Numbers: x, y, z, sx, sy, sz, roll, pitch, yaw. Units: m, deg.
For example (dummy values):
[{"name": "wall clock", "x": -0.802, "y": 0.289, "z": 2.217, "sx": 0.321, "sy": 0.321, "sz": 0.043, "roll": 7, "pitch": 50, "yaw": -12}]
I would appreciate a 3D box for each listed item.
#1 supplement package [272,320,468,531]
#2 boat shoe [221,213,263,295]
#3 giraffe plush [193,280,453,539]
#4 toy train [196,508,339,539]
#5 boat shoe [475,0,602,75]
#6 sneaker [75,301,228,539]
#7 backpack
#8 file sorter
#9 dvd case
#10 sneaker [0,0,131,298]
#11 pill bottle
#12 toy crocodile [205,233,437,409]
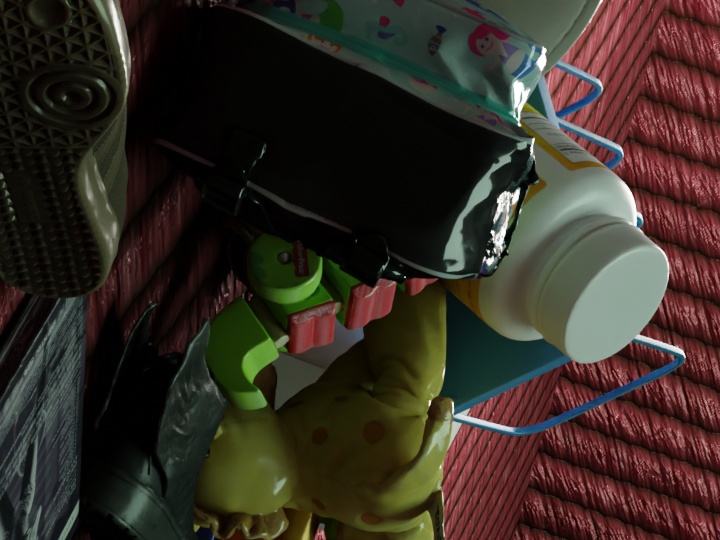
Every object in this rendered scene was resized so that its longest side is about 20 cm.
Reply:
[{"name": "supplement package", "x": 0.007, "y": 0.063, "z": 1.823, "sx": 0.200, "sy": 0.119, "sz": 0.122, "roll": -56, "pitch": 165, "yaw": -57}, {"name": "boat shoe", "x": -0.043, "y": -0.013, "z": 1.581, "sx": 0.068, "sy": 0.072, "sz": 0.200, "roll": -46, "pitch": 160, "yaw": -12}, {"name": "giraffe plush", "x": -0.038, "y": 0.099, "z": 1.572, "sx": 0.200, "sy": 0.161, "sz": 0.173, "roll": -94, "pitch": -172, "yaw": -63}, {"name": "toy train", "x": -0.040, "y": 0.132, "z": 1.702, "sx": 0.085, "sy": 0.115, "sz": 0.201, "roll": -19, "pitch": 127, "yaw": -79}, {"name": "boat shoe", "x": 0.061, "y": -0.114, "z": 1.511, "sx": 0.202, "sy": 0.072, "sz": 0.060, "roll": -40, "pitch": 172, "yaw": 31}, {"name": "sneaker", "x": -0.099, "y": 0.091, "z": 1.452, "sx": 0.105, "sy": 0.060, "sz": 0.200, "roll": -64, "pitch": 166, "yaw": -13}, {"name": "backpack", "x": 0.002, "y": -0.069, "z": 1.373, "sx": 0.200, "sy": 0.177, "sz": 0.151, "roll": 60, "pitch": 54, "yaw": -83}, {"name": "file sorter", "x": 0.097, "y": -0.016, "z": 1.729, "sx": 0.122, "sy": 0.138, "sz": 0.201, "roll": 18, "pitch": 52, "yaw": -53}, {"name": "dvd case", "x": -0.158, "y": 0.105, "z": 1.274, "sx": 0.201, "sy": 0.016, "sz": 0.149, "roll": 97, "pitch": 14, "yaw": -48}, {"name": "sneaker", "x": -0.119, "y": -0.071, "z": 1.059, "sx": 0.200, "sy": 0.070, "sz": 0.076, "roll": 100, "pitch": -7, "yaw": -57}, {"name": "pill bottle", "x": 0.078, "y": -0.036, "z": 1.604, "sx": 0.109, "sy": 0.200, "sz": 0.110, "roll": -29, "pitch": 141, "yaw": -26}, {"name": "toy crocodile", "x": 0.000, "y": 0.000, "z": 1.495, "sx": 0.199, "sy": 0.062, "sz": 0.068, "roll": -30, "pitch": 154, "yaw": -20}]
